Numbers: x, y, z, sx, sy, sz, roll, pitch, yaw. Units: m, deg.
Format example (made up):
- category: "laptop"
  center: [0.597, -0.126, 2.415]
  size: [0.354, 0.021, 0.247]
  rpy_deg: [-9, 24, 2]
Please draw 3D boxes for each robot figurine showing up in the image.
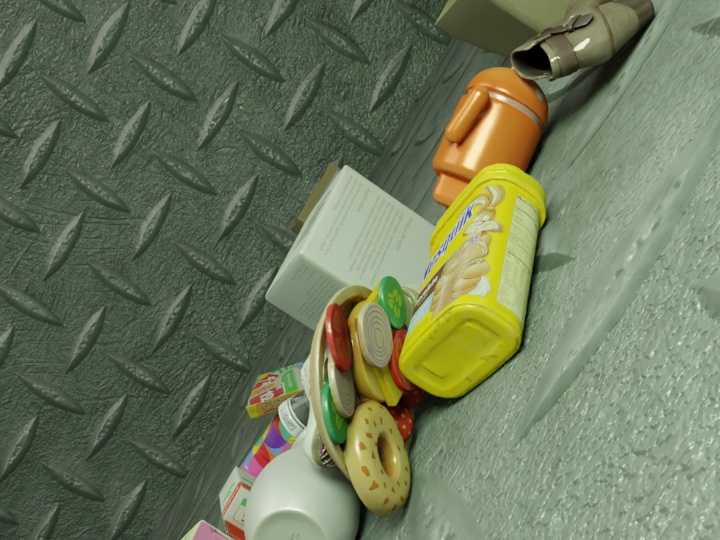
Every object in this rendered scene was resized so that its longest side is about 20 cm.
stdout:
- category: "robot figurine"
  center: [0.163, -0.164, 0.912]
  size: [0.204, 0.141, 0.116]
  rpy_deg: [-65, 18, -1]

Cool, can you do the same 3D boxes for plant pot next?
- category: "plant pot"
  center: [0.267, -0.468, 1.209]
  size: [0.203, 0.175, 0.200]
  rpy_deg: [-59, 9, -6]

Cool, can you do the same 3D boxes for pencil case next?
- category: "pencil case"
  center: [-0.124, 0.285, 1.164]
  size: [0.202, 0.087, 0.089]
  rpy_deg: [-55, 8, 22]

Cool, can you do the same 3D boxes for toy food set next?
- category: "toy food set"
  center: [0.012, 0.110, 0.702]
  size: [0.048, 0.202, 0.200]
  rpy_deg: [-12, 21, 28]

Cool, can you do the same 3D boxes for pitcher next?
- category: "pitcher"
  center: [-0.048, 0.221, 0.782]
  size: [0.200, 0.118, 0.176]
  rpy_deg: [-60, -12, -77]

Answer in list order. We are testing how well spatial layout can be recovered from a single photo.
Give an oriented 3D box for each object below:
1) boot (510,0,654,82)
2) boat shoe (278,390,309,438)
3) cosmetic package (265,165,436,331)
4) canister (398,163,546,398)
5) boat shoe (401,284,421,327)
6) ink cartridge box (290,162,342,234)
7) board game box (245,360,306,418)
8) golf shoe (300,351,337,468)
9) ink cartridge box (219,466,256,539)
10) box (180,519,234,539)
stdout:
- category: "boot"
  center: [0.243, -0.276, 0.861]
  size: [0.144, 0.072, 0.200]
  rpy_deg: [-28, 17, -3]
- category: "boat shoe"
  center: [-0.038, 0.173, 0.957]
  size: [0.067, 0.073, 0.199]
  rpy_deg: [-38, -19, 12]
- category: "cosmetic package"
  center: [0.000, 0.000, 1.037]
  size: [0.165, 0.198, 0.167]
  rpy_deg: [-43, 16, 56]
- category: "canister"
  center: [0.114, 0.010, 0.731]
  size: [0.149, 0.085, 0.202]
  rpy_deg: [-51, 12, 45]
- category: "boat shoe"
  center: [0.039, 0.115, 0.866]
  size: [0.068, 0.074, 0.204]
  rpy_deg: [-4, -59, -57]
- category: "ink cartridge box"
  center: [-0.033, -0.116, 1.648]
  size: [0.167, 0.197, 0.075]
  rpy_deg: [-61, 9, -24]
- category: "board game box"
  center: [-0.077, 0.168, 1.126]
  size: [0.195, 0.031, 0.096]
  rpy_deg: [-17, 19, 9]
- category: "golf shoe"
  center: [-0.026, 0.126, 0.771]
  size: [0.090, 0.073, 0.202]
  rpy_deg: [-16, 32, 29]
- category: "ink cartridge box"
  center: [-0.124, 0.318, 0.942]
  size: [0.051, 0.108, 0.200]
  rpy_deg: [-58, 8, -11]
- category: "box"
  center: [-0.113, 0.327, 0.616]
  size: [0.200, 0.174, 0.098]
  rpy_deg: [-48, 11, 46]
